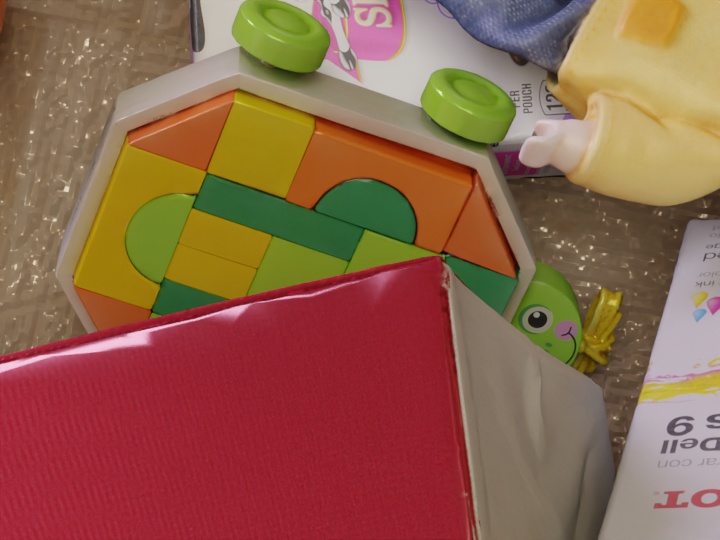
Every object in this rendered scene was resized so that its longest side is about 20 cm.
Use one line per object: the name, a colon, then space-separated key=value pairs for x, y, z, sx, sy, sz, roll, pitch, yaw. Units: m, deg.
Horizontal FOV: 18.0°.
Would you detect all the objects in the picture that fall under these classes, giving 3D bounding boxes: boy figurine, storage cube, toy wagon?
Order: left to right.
storage cube: x=-0.019 y=0.118 z=0.693 sx=0.179 sy=0.171 sz=0.201 roll=-14 pitch=70 yaw=18
toy wagon: x=0.000 y=0.000 z=0.786 sx=0.199 sy=0.040 sz=0.156 roll=19 pitch=118 yaw=-11
boy figurine: x=0.099 y=-0.072 z=0.748 sx=0.200 sy=0.065 sz=0.124 roll=35 pitch=64 yaw=8

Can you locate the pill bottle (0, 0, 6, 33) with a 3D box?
pill bottle: x=-0.231 y=-0.111 z=0.819 sx=0.199 sy=0.106 sz=0.107 roll=20 pitch=82 yaw=4

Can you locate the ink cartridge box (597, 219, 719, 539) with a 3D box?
ink cartridge box: x=0.165 y=0.061 z=0.713 sx=0.144 sy=0.200 sz=0.088 roll=-4 pitch=120 yaw=20

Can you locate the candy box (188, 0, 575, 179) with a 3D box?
candy box: x=0.036 y=-0.120 z=0.830 sx=0.199 sy=0.072 sz=0.169 roll=-4 pitch=82 yaw=1
